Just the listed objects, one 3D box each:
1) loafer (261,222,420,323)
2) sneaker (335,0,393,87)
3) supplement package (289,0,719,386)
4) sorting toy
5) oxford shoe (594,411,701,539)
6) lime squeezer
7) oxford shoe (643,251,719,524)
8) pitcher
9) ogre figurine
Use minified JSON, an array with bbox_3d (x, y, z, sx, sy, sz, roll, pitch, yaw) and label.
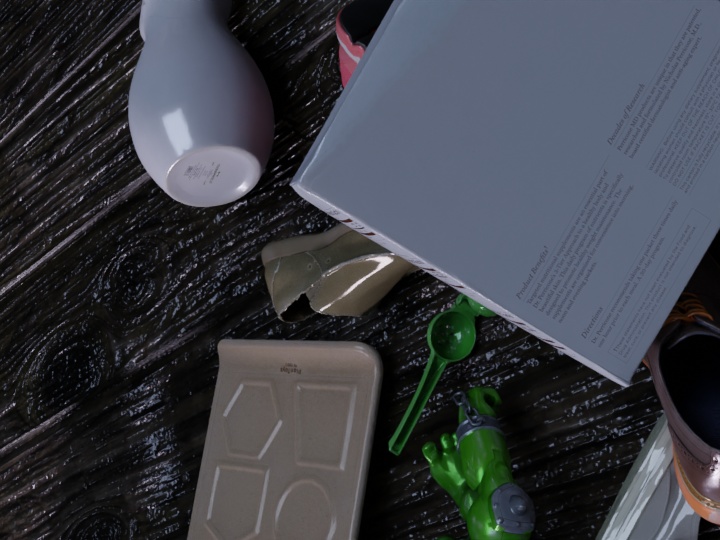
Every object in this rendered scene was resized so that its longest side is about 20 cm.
[{"bbox_3d":[0.000,0.000,0.823,0.199,0.076,0.068,-13,78,51],"label":"loafer"},{"bbox_3d":[0.054,-0.112,0.799,0.200,0.073,0.087,49,151,24],"label":"sneaker"},{"bbox_3d":[0.092,-0.077,0.606,0.192,0.199,0.147,-59,7,1],"label":"supplement package"},{"bbox_3d":[-0.060,0.157,0.872,0.184,0.036,0.202,-2,77,42],"label":"sorting toy"},{"bbox_3d":[0.166,0.177,0.659,0.057,0.075,0.201,28,107,11],"label":"oxford shoe"},{"bbox_3d":[0.077,0.034,0.754,0.038,0.071,0.200,38,110,-2],"label":"lime squeezer"},{"bbox_3d":[0.189,0.036,0.611,0.071,0.073,0.201,-16,48,9],"label":"oxford shoe"},{"bbox_3d":[-0.150,-0.144,0.954,0.172,0.120,0.201,123,141,-48],"label":"pitcher"},{"bbox_3d":[0.070,0.188,0.714,0.201,0.098,0.120,-59,17,5],"label":"ogre figurine"}]
